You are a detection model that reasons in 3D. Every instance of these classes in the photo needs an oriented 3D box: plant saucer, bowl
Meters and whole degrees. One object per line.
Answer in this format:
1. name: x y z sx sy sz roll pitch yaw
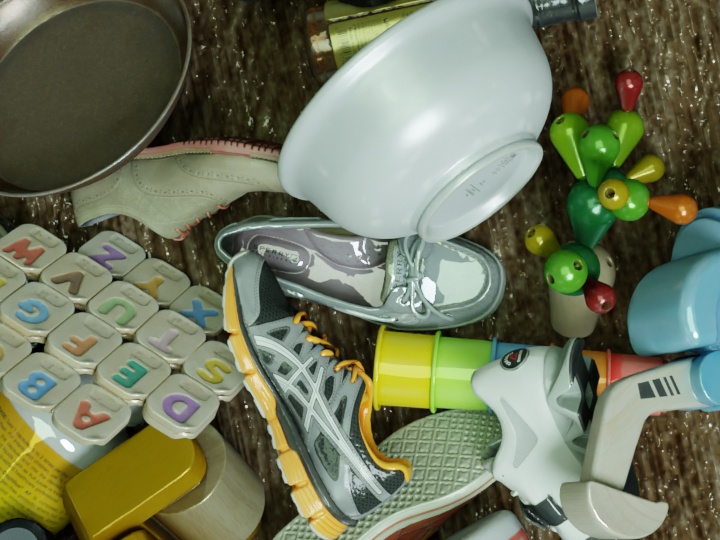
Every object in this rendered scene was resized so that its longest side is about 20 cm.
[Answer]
1. plant saucer: -0.205 -0.132 1.094 0.200 0.034 0.201 -10 58 17
2. bowl: 0.053 -0.081 0.993 0.201 0.201 0.090 -38 73 7

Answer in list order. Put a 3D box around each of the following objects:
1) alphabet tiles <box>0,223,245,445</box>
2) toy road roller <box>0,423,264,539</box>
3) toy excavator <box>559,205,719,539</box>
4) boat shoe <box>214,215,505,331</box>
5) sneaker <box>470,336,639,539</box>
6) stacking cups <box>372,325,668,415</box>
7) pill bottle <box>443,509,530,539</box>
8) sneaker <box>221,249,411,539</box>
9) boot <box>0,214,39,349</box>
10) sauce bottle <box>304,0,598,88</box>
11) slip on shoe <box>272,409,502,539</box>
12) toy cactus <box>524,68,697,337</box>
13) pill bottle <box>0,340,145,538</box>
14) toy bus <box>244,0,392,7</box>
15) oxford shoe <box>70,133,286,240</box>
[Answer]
1. alphabet tiles: -0.175 0.038 1.048 0.200 0.196 0.015 31 125 9
2. toy road roller: -0.142 0.211 1.031 0.200 0.123 0.146 -37 56 -3
3. toy excavator: 0.205 0.060 0.974 0.200 0.100 0.195 -7 84 -23
4. boat shoe: 0.000 -0.002 1.074 0.201 0.065 0.075 12 90 10
5. sneaker: 0.131 0.134 1.028 0.088 0.074 0.200 -10 115 25
6. stacking cups: 0.110 0.076 1.062 0.199 0.061 0.061 5 89 4
7. pill bottle: 0.104 0.271 1.025 0.111 0.111 0.200 -32 83 7
8. sneaker: -0.032 0.075 1.034 0.077 0.078 0.200 -25 88 8
9. boot: -0.329 0.036 1.127 0.182 0.073 0.200 36 101 -5
10. sauce bottle: 0.063 -0.172 1.068 0.199 0.066 0.066 -9 87 10
11. slip on shoe: 0.027 0.164 1.072 0.200 0.061 0.074 -36 51 -4
12. toy cactus: 0.160 -0.027 1.018 0.102 0.200 0.165 8 130 5
13. pill bottle: -0.235 0.131 1.087 0.113 0.113 0.200 45 96 8
14. toy bus: -0.028 -0.294 1.056 0.199 0.136 0.192 4 55 17
15. oxford shoe: -0.114 -0.058 1.097 0.200 0.070 0.075 3 92 20
